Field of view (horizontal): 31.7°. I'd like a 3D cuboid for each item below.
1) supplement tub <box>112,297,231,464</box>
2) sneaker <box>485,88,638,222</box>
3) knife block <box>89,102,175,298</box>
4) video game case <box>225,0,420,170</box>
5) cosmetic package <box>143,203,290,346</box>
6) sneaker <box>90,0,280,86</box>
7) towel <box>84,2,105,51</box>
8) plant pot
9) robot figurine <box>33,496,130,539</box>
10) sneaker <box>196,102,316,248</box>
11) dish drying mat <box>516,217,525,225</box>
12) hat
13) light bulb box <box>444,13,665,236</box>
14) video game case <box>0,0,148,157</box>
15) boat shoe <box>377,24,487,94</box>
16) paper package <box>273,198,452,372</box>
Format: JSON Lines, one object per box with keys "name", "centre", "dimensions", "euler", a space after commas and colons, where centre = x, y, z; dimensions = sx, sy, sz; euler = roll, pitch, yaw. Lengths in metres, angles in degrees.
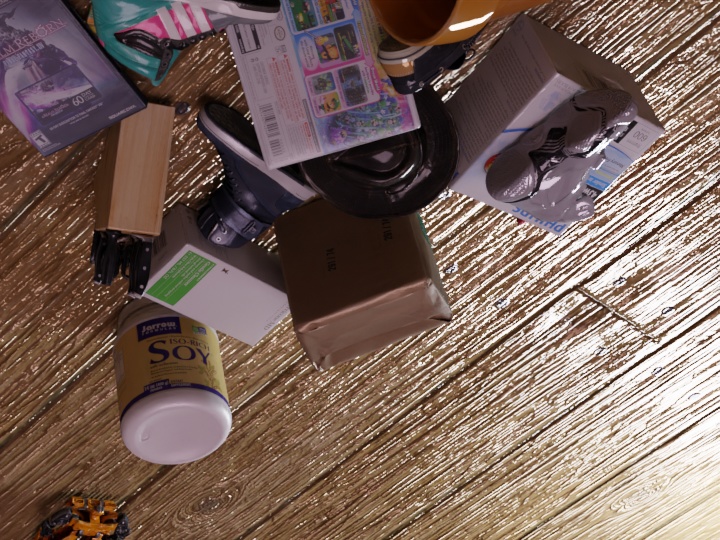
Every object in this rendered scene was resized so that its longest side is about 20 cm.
{"name": "supplement tub", "centre": [-0.255, 0.141, 1.694], "dimensions": [0.145, 0.200, 0.145], "euler": [-9, 138, -8]}
{"name": "sneaker", "centre": [0.253, -0.128, 1.474], "dimensions": [0.200, 0.075, 0.115], "euler": [-34, 135, 26]}
{"name": "knife block", "centre": [-0.265, -0.075, 1.477], "dimensions": [0.064, 0.176, 0.200], "euler": [7, 133, -25]}
{"name": "video game case", "centre": [-0.045, -0.231, 1.414], "dimensions": [0.182, 0.024, 0.200], "euler": [-16, 104, -1]}
{"name": "cosmetic package", "centre": [-0.188, 0.008, 1.659], "dimensions": [0.200, 0.085, 0.108], "euler": [28, 120, -37]}
{"name": "sneaker", "centre": [-0.192, -0.255, 1.353], "dimensions": [0.200, 0.084, 0.121], "euler": [5, 129, -17]}
{"name": "towel", "centre": [-0.237, -0.316, 1.348], "dimensions": [0.086, 0.018, 0.200], "euler": [2, 135, -27]}
{"name": "plant pot", "centre": [0.126, -0.341, 1.317], "dimensions": [0.183, 0.200, 0.200], "euler": [-11, 141, -30]}
{"name": "robot figurine", "centre": [-0.460, 0.431, 2.051], "dimensions": [0.145, 0.058, 0.200], "euler": [14, 131, -29]}
{"name": "sneaker", "centre": [-0.165, -0.108, 1.547], "dimensions": [0.146, 0.077, 0.202], "euler": [-35, 136, 16]}
{"name": "dish drying mat", "centre": [0.294, -0.126, 1.682], "dimensions": [0.200, 0.077, 0.018], "euler": [-32, 99, 18]}
{"name": "hat", "centre": [0.013, -0.140, 1.490], "dimensions": [0.201, 0.081, 0.201], "euler": [4, 108, 11]}
{"name": "light bulb box", "centre": [0.223, -0.174, 1.560], "dimensions": [0.198, 0.125, 0.200], "euler": [20, 126, -33]}
{"name": "video game case", "centre": [-0.348, -0.222, 1.388], "dimensions": [0.143, 0.019, 0.200], "euler": [-23, 133, 15]}
{"name": "boat shoe", "centre": [0.092, -0.257, 1.411], "dimensions": [0.200, 0.075, 0.062], "euler": [-41, 128, -37]}
{"name": "paper package", "centre": [0.000, 0.000, 1.621], "dimensions": [0.191, 0.200, 0.103], "euler": [-20, 138, 6]}
